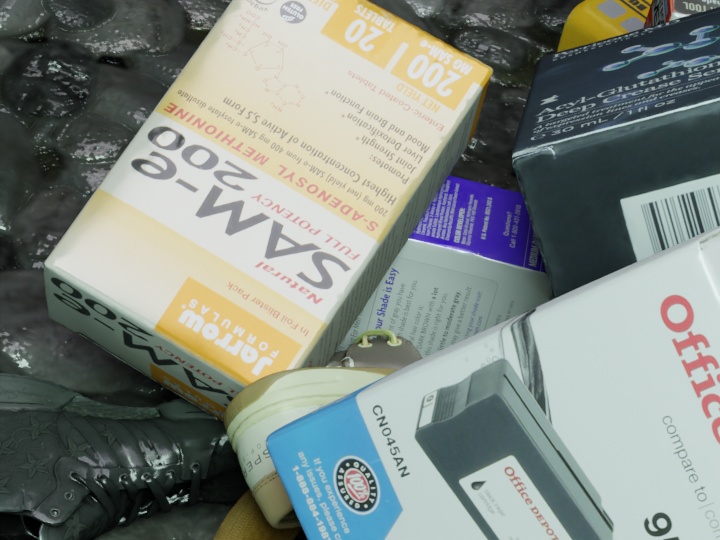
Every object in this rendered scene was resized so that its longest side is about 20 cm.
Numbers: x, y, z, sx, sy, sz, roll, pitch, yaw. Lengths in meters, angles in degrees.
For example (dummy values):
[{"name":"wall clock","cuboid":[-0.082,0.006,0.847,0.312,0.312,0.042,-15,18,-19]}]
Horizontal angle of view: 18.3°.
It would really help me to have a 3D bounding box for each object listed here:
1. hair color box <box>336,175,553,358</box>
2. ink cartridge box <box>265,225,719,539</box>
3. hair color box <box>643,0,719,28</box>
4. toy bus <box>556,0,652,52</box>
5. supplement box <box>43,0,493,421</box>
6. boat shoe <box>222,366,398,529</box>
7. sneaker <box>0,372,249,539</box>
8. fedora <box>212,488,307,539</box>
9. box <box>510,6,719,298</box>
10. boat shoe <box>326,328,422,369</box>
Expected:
[{"name":"hair color box","cuboid":[0.000,0.000,1.143,0.200,0.109,0.065,13,42,-2]},{"name":"ink cartridge box","cuboid":[0.086,0.084,0.845,0.084,0.200,0.145,-19,83,-62]},{"name":"hair color box","cuboid":[0.191,-0.063,1.195,0.111,0.200,0.064,11,42,-5]},{"name":"toy bus","cuboid":[0.215,-0.094,1.334,0.078,0.065,0.200,-28,57,-36]},{"name":"supplement box","cuboid":[-0.042,-0.036,1.047,0.126,0.074,0.200,30,68,7]},{"name":"boat shoe","cuboid":[0.039,0.081,0.981,0.200,0.074,0.066,-3,61,-21]},{"name":"sneaker","cuboid":[-0.130,0.105,1.036,0.199,0.060,0.104,9,43,0]},{"name":"fedora","cuboid":[0.019,0.165,0.992,0.200,0.082,0.201,8,43,-7]},{"name":"box","cuboid":[0.160,-0.049,1.026,0.148,0.107,0.200,-15,14,12]},{"name":"boat shoe","cuboid":[0.020,0.063,1.097,0.200,0.072,0.060,13,77,-6]}]
